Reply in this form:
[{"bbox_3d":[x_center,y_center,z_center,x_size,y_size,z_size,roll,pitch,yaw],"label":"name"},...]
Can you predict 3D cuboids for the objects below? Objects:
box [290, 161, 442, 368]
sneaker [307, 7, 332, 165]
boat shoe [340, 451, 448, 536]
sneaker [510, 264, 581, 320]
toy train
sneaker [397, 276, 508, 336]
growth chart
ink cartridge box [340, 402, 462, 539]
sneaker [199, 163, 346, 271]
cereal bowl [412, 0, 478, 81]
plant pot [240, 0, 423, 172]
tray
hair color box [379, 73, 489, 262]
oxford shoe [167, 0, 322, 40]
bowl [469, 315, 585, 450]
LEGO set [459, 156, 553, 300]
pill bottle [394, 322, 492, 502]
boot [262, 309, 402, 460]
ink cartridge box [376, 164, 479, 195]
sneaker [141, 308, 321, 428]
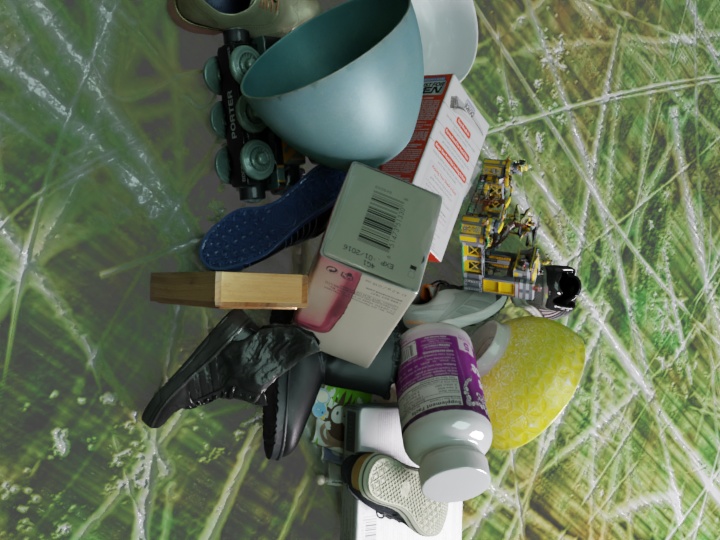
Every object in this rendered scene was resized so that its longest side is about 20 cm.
[{"bbox_3d":[0.000,0.000,0.832,0.108,0.201,0.129,21,57,-4],"label":"box"},{"bbox_3d":[-0.003,-0.227,0.932,0.106,0.067,0.205,3,79,12],"label":"sneaker"},{"bbox_3d":[0.047,0.275,0.931,0.200,0.062,0.075,40,63,-40],"label":"boat shoe"},{"bbox_3d":[0.298,0.035,1.130,0.199,0.086,0.075,18,73,-53],"label":"sneaker"},{"bbox_3d":[-0.117,-0.183,0.889,0.113,0.085,0.203,-10,95,-42],"label":"toy train"},{"bbox_3d":[0.132,0.044,1.053,0.198,0.074,0.080,-23,96,-31],"label":"sneaker"},{"bbox_3d":[-0.005,0.192,0.993,0.143,0.018,0.203,9,84,-32],"label":"growth chart"},{"bbox_3d":[0.058,0.279,0.995,0.172,0.043,0.203,5,85,-33],"label":"ink cartridge box"},{"bbox_3d":[-0.093,-0.051,0.886,0.198,0.078,0.071,-30,72,-4],"label":"sneaker"},{"bbox_3d":[0.063,-0.330,0.996,0.198,0.083,0.203,6,81,-40],"label":"cereal bowl"},{"bbox_3d":[-0.011,-0.188,0.810,0.200,0.199,0.136,-48,127,-24],"label":"plant pot"},{"bbox_3d":[-0.146,0.021,0.793,0.097,0.199,0.038,2,87,-33],"label":"tray"},{"bbox_3d":[0.084,-0.127,0.929,0.111,0.063,0.202,39,68,-47],"label":"hair color box"},{"bbox_3d":[-0.122,-0.311,0.886,0.198,0.073,0.072,-12,95,-33],"label":"oxford shoe"},{"bbox_3d":[0.200,0.133,1.033,0.107,0.200,0.201,37,70,-13],"label":"bowl"},{"bbox_3d":[0.212,-0.057,1.026,0.201,0.114,0.156,-59,151,-50],"label":"LEGO set"},{"bbox_3d":[0.101,0.174,0.923,0.111,0.112,0.202,25,39,-30],"label":"pill bottle"},{"bbox_3d":[-0.035,0.134,0.923,0.160,0.073,0.201,8,75,-21],"label":"boot"},{"bbox_3d":[0.057,-0.153,1.006,0.200,0.067,0.116,40,68,-26],"label":"ink cartridge box"},{"bbox_3d":[-0.143,0.122,0.829,0.104,0.060,0.200,41,91,-2],"label":"sneaker"}]
